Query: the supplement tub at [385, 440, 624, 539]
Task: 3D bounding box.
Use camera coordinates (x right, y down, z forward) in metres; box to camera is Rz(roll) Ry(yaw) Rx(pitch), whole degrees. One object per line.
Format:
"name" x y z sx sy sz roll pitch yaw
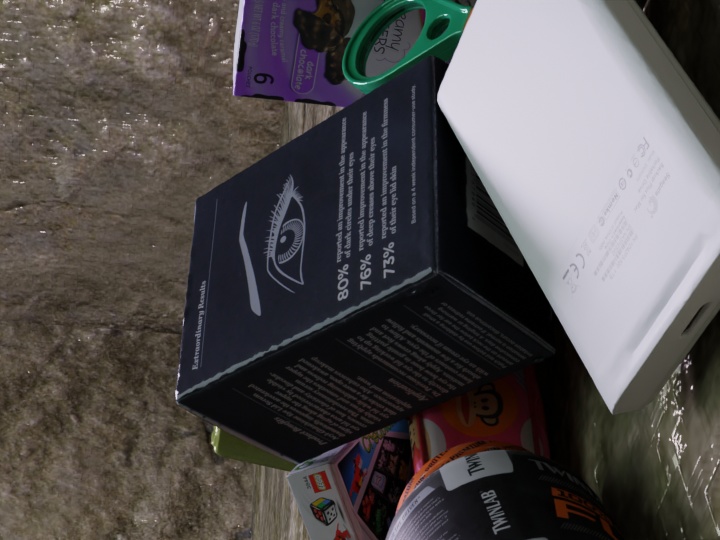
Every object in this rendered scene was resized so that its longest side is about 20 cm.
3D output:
"supplement tub" 0.075 0.163 0.652 0.200 0.121 0.124 -112 28 -71

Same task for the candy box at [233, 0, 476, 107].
"candy box" 0.012 -0.203 1.028 0.072 0.198 0.169 -92 11 -45

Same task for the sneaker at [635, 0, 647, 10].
"sneaker" 0.125 -0.116 0.687 0.116 0.074 0.202 -106 12 -53

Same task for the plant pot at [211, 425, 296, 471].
"plant pot" -0.030 0.102 1.203 0.200 0.188 0.202 -175 90 -83

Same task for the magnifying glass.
"magnifying glass" 0.061 -0.158 0.924 0.199 0.022 0.080 -3 57 50

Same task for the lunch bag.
"lunch bag" 0.065 0.121 0.868 0.177 0.081 0.202 91 178 -54

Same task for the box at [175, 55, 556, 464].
"box" 0.000 0.000 0.799 0.199 0.104 0.149 -26 47 35

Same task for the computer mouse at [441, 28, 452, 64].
"computer mouse" 0.096 -0.090 0.929 0.139 0.052 0.201 100 160 -43

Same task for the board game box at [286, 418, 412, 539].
"board game box" 0.020 0.156 0.921 0.127 0.034 0.200 70 -160 -5

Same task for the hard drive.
"hard drive" 0.102 -0.055 0.640 0.201 0.026 0.132 65 148 33
